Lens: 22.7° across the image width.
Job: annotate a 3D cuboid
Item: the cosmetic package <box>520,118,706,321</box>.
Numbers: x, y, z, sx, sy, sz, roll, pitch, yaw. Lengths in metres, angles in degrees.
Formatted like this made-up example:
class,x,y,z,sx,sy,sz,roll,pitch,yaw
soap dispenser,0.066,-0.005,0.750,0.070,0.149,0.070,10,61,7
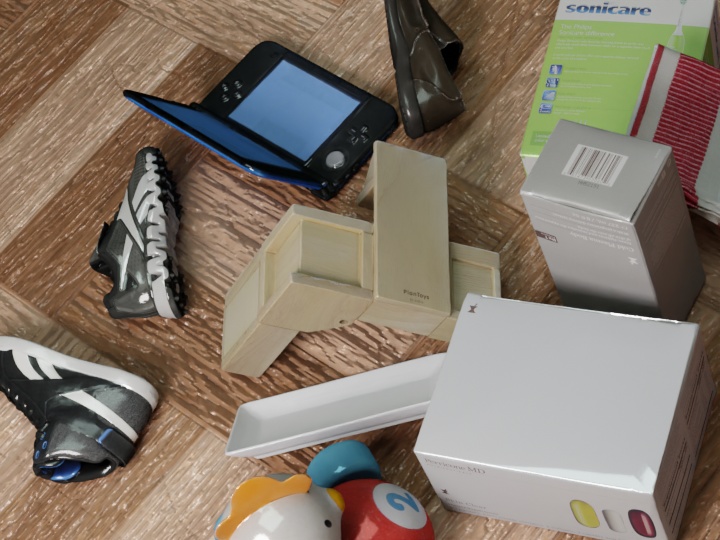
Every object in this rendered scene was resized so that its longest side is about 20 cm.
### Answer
class,x,y,z,sx,sy,sz,roll,pitch,yaw
cosmetic package,0.213,-0.028,1.493,0.107,0.200,0.090,16,62,30

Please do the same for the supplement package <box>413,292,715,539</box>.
class,x,y,z,sx,sy,sz,roll,pitch,yaw
supplement package,0.168,0.122,1.461,0.200,0.111,0.156,7,60,24

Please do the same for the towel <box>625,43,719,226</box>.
class,x,y,z,sx,sy,sz,roll,pitch,yaw
towel,0.327,-0.101,1.547,0.200,0.023,0.144,25,62,-7

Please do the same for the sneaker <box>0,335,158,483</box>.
class,x,y,z,sx,sy,sz,roll,pitch,yaw
sneaker,-0.293,0.131,1.635,0.200,0.073,0.112,11,60,23

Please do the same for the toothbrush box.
class,x,y,z,sx,sy,sz,roll,pitch,yaw
toothbrush box,0.241,-0.156,1.640,0.145,0.086,0.200,5,60,19

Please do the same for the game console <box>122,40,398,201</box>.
class,x,y,z,sx,sy,sz,roll,pitch,yaw
game console,-0.095,-0.160,1.739,0.200,0.118,0.171,32,72,33

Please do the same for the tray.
class,x,y,z,sx,sy,sz,roll,pitch,yaw
tray,-0.015,0.122,1.556,0.200,0.022,0.107,-15,16,9

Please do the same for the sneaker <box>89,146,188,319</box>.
class,x,y,z,sx,sy,sz,roll,pitch,yaw
sneaker,-0.219,-0.035,1.728,0.090,0.066,0.200,-13,56,7

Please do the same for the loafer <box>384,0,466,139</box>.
class,x,y,z,sx,sy,sz,roll,pitch,yaw
loafer,0.066,-0.215,1.759,0.071,0.073,0.200,-8,59,2

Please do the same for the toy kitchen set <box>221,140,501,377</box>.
class,x,y,z,sx,sy,sz,roll,pitch,yaw
toy kitchen set,0.000,0.000,1.627,0.200,0.180,0.163,13,57,-20

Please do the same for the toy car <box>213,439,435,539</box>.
class,x,y,z,sx,sy,sz,roll,pitch,yaw
toy car,-0.039,0.209,1.415,0.177,0.200,0.184,-31,53,-3
